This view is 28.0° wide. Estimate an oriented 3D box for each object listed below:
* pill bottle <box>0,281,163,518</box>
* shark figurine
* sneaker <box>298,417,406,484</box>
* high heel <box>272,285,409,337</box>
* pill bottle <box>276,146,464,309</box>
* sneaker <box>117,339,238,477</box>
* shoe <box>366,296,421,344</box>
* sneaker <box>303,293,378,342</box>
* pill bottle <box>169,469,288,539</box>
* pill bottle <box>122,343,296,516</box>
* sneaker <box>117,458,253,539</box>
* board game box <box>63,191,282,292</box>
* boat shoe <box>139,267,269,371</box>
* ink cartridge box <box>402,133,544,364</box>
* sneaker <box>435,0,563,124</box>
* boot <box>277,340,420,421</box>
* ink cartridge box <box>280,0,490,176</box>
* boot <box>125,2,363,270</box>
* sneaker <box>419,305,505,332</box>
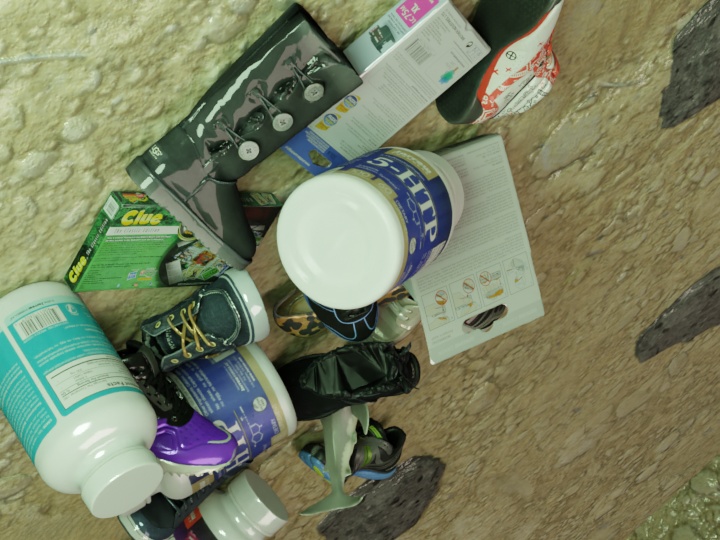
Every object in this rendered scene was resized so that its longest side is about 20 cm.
[{"bbox_3d":[-0.248,0.114,1.244,0.110,0.200,0.111,-29,152,-17],"label":"pill bottle"},{"bbox_3d":[-0.039,0.187,1.731,0.089,0.216,0.128,12,170,-11],"label":"shark figurine"},{"bbox_3d":[-0.009,0.230,1.878,0.199,0.071,0.083,4,117,-55],"label":"sneaker"},{"bbox_3d":[0.000,0.000,1.521,0.142,0.072,0.200,0,139,-52],"label":"high heel"},{"bbox_3d":[0.019,-0.048,1.314,0.120,0.120,0.200,-54,170,27],"label":"pill bottle"},{"bbox_3d":[-0.203,0.121,1.357,0.070,0.199,0.100,-80,-171,-72],"label":"sneaker"},{"bbox_3d":[0.059,0.002,1.593,0.201,0.070,0.053,-57,168,16],"label":"shoe"},{"bbox_3d":[-0.022,0.013,1.445,0.070,0.078,0.201,-31,133,-5],"label":"sneaker"},{"bbox_3d":[-0.187,0.339,1.763,0.200,0.112,0.111,-42,153,5],"label":"pill bottle"},{"bbox_3d":[-0.177,0.162,1.480,0.199,0.120,0.120,-30,152,-17],"label":"pill bottle"},{"bbox_3d":[-0.179,0.215,1.572,0.146,0.077,0.202,-41,-179,17],"label":"sneaker"},{"bbox_3d":[-0.168,-0.027,1.324,0.199,0.023,0.105,-2,136,-50],"label":"board game box"},{"bbox_3d":[-0.149,0.054,1.357,0.090,0.071,0.200,-24,176,-20],"label":"boat shoe"},{"bbox_3d":[0.099,-0.025,1.497,0.162,0.050,0.201,-21,104,-30],"label":"ink cartridge box"},{"bbox_3d":[0.158,-0.224,1.381,0.108,0.067,0.202,-12,146,-44],"label":"sneaker"},{"bbox_3d":[-0.029,0.120,1.568,0.197,0.074,0.162,-11,174,11],"label":"boot"},{"bbox_3d":[0.016,-0.167,1.314,0.200,0.042,0.119,-42,153,8],"label":"ink cartridge box"},{"bbox_3d":[-0.079,-0.109,1.237,0.200,0.066,0.165,-45,141,2],"label":"boot"},{"bbox_3d":[0.120,0.021,1.697,0.199,0.074,0.087,8,134,-49],"label":"sneaker"}]
